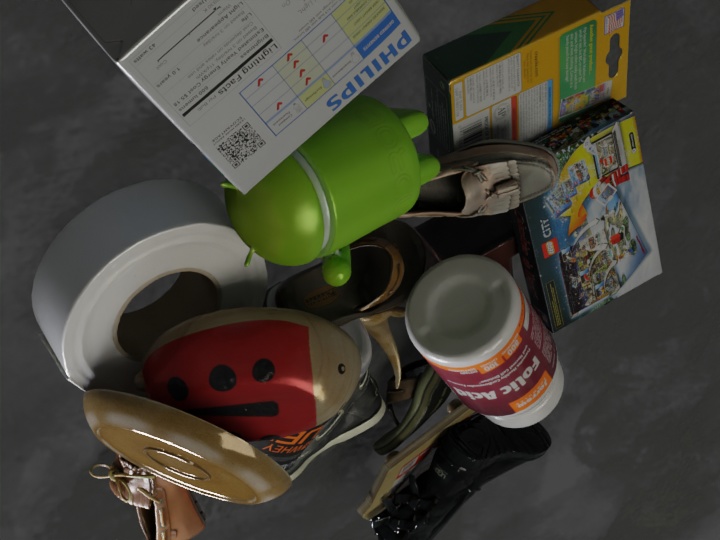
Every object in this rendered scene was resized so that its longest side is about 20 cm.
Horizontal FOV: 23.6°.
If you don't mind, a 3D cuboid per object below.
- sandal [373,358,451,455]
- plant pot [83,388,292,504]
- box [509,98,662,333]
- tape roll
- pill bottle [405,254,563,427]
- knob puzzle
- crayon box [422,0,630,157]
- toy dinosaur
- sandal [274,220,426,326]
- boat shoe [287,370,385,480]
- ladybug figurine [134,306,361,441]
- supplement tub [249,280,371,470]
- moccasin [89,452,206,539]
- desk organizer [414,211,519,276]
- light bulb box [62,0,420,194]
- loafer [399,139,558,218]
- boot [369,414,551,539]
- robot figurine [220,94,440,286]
[{"bbox_3d":[0.064,0.117,1.830,0.080,0.057,0.201,-35,158,-52],"label":"sandal"},{"bbox_3d":[-0.157,0.161,1.515,0.200,0.200,0.028,51,56,-52],"label":"plant pot"},{"bbox_3d":[0.218,-0.052,1.688,0.136,0.038,0.200,-27,127,-14],"label":"box"},{"bbox_3d":[-0.185,0.020,1.519,0.202,0.071,0.203,-23,140,-21],"label":"tape roll"},{"bbox_3d":[0.128,0.076,1.684,0.114,0.114,0.200,-40,146,0],"label":"pill bottle"},{"bbox_3d":[0.065,0.209,1.924,0.220,0.030,0.220,-40,163,-15],"label":"knob puzzle"},{"bbox_3d":[0.157,-0.182,1.617,0.200,0.052,0.126,-26,140,-16],"label":"crayon box"},{"bbox_3d":[0.010,0.036,1.723,0.101,0.058,0.200,-33,136,16],"label":"toy dinosaur"},{"bbox_3d":[0.000,0.000,1.605,0.200,0.082,0.055,-23,163,-46],"label":"sandal"},{"bbox_3d":[-0.069,0.161,1.760,0.200,0.072,0.068,-33,135,-16],"label":"boat shoe"},{"bbox_3d":[-0.098,0.099,1.502,0.200,0.072,0.136,-6,128,2],"label":"ladybug figurine"},{"bbox_3d":[-0.087,0.116,1.639,0.122,0.123,0.200,4,135,-42],"label":"supplement tub"},{"bbox_3d":[-0.214,0.201,1.673,0.078,0.074,0.202,-32,143,-15],"label":"moccasin"},{"bbox_3d":[0.160,-0.044,1.741,0.200,0.072,0.077,-29,143,-13],"label":"desk organizer"},{"bbox_3d":[-0.093,-0.201,1.331,0.198,0.125,0.200,-41,143,0],"label":"light bulb box"},{"bbox_3d":[0.082,-0.073,1.578,0.200,0.063,0.072,-3,126,7],"label":"loafer"},{"bbox_3d":[0.110,0.237,1.919,0.198,0.073,0.163,-8,140,-52],"label":"boot"},{"bbox_3d":[-0.030,-0.078,1.476,0.200,0.116,0.176,-28,114,-30],"label":"robot figurine"}]
